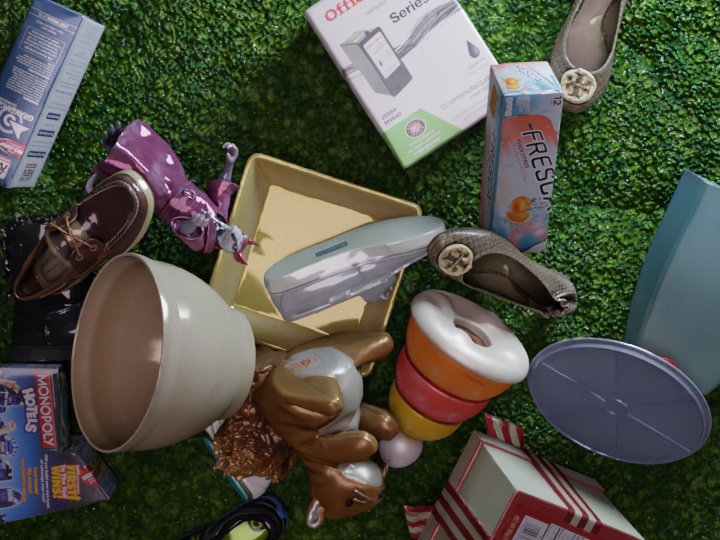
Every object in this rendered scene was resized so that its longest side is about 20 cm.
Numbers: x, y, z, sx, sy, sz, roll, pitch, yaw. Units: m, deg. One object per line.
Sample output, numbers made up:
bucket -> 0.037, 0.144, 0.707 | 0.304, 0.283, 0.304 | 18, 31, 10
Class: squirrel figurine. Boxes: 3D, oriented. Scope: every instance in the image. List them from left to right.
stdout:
squirrel figurine -> -0.056, 0.177, 1.441 | 0.200, 0.142, 0.187 | 0, 119, 21

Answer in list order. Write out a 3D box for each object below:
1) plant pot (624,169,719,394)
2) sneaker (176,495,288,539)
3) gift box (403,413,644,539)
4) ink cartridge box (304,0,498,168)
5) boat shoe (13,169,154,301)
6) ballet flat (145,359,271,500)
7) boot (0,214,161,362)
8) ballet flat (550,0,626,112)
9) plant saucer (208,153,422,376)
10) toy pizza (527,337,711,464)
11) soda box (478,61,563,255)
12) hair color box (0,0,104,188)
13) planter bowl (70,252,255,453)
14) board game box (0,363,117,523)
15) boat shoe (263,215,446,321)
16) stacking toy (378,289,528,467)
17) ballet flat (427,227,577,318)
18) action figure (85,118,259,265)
plant pot -> 0.368, 0.017, 1.426 | 0.141, 0.141, 0.200 | 27, 100, 0
sneaker -> -0.169, 0.321, 1.494 | 0.199, 0.083, 0.071 | -36, 92, 5
gift box -> 0.161, 0.277, 1.423 | 0.200, 0.187, 0.185 | 29, 97, -15
ink cartridge box -> 0.053, -0.231, 1.444 | 0.145, 0.084, 0.200 | -33, 92, 4
boat shoe -> -0.289, -0.029, 1.376 | 0.200, 0.072, 0.072 | -34, 92, 33
ballet flat -> -0.161, 0.163, 1.499 | 0.069, 0.069, 0.200 | -37, 96, 4
boot -> -0.305, 0.019, 1.488 | 0.198, 0.073, 0.163 | -1, 90, 2
ballet flat -> 0.254, -0.268, 1.445 | 0.067, 0.046, 0.200 | 19, 95, 2
plant saucer -> -0.054, -0.007, 1.484 | 0.200, 0.048, 0.200 | 18, 95, 1
toy pizza -> 0.276, 0.135, 1.433 | 0.200, 0.200, 0.032 | 29, 54, 0
soda box -> 0.165, -0.115, 1.406 | 0.063, 0.068, 0.200 | -5, 128, -6
hair color box -> -0.353, -0.191, 1.457 | 0.060, 0.100, 0.200 | 25, 94, 1
planter bowl -> -0.193, 0.089, 1.379 | 0.135, 0.200, 0.201 | 9, 96, -36
board game box -> -0.374, 0.195, 1.495 | 0.199, 0.062, 0.200 | 1, 103, -1
boat shoe -> 0.000, 0.001, 1.432 | 0.200, 0.070, 0.072 | -19, 114, 1
stacking toy -> 0.075, 0.134, 1.464 | 0.146, 0.146, 0.200 | 33, 111, 0
ballet flat -> 0.156, 0.009, 1.430 | 0.200, 0.046, 0.067 | 24, 125, -32
action figure -> -0.198, -0.067, 1.422 | 0.200, 0.134, 0.149 | 43, 126, -1
